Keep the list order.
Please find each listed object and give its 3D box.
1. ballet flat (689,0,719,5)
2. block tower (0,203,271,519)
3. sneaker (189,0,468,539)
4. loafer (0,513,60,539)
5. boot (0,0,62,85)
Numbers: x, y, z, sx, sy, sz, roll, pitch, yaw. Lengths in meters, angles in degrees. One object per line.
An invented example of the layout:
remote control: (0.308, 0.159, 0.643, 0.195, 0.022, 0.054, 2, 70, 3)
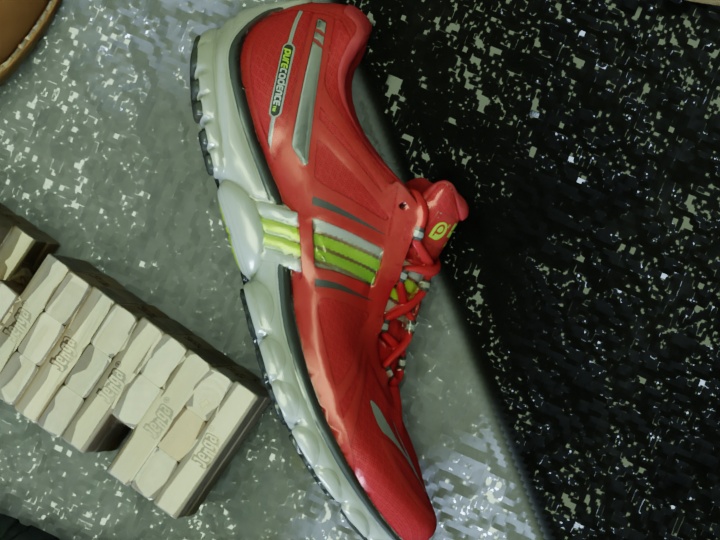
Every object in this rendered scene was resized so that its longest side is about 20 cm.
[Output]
ballet flat: (0.072, -0.126, 0.970, 0.199, 0.072, 0.068, 10, 92, 9)
block tower: (-0.128, 0.011, 1.006, 0.200, 0.054, 0.058, 35, 93, 8)
sneaker: (0.000, 0.000, 0.978, 0.084, 0.077, 0.201, -16, 87, 2)
loafer: (-0.137, 0.115, 0.996, 0.199, 0.068, 0.071, -6, 97, 12)
boot: (-0.133, -0.146, 0.959, 0.077, 0.155, 0.200, 34, 93, 7)
